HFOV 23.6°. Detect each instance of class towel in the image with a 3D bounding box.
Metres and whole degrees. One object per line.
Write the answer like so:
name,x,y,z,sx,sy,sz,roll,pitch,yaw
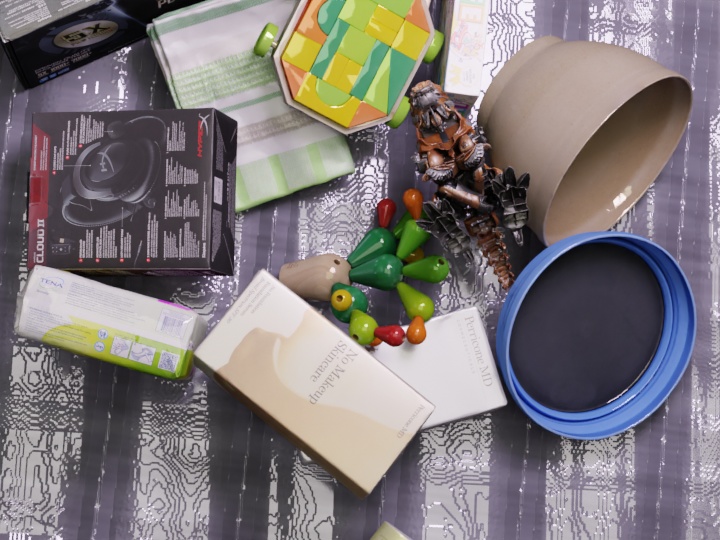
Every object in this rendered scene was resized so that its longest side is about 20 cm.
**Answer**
towel,-0.102,-0.164,1.630,0.149,0.031,0.201,-18,99,5

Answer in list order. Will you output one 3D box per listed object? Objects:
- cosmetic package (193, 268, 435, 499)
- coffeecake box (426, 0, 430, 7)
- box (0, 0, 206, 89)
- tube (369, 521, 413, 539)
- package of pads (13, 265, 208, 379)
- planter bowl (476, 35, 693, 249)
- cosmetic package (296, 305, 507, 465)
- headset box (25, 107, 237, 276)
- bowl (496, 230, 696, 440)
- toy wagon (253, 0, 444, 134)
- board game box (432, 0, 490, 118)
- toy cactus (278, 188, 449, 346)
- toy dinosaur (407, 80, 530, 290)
cosmetic package,-0.042,0.102,1.537,0.200,0.071,0.105,37,79,3
coffeecake box,-0.021,-0.312,1.675,0.199,0.073,0.154,17,82,-2
box,-0.248,-0.264,1.605,0.200,0.164,0.086,-25,83,-9
tube,-0.017,0.325,1.591,0.058,0.052,0.200,30,81,43
package of pads,-0.221,0.048,1.538,0.154,0.200,0.068,16,85,-1
planter bowl,0.195,-0.135,1.618,0.200,0.200,0.135,-44,64,-9
cosmetic package,0.027,0.108,1.614,0.199,0.074,0.102,-17,83,-6
headset box,-0.220,-0.070,1.595,0.199,0.077,0.149,-1,84,15
bowl,0.218,0.058,1.611,0.200,0.039,0.201,-6,108,-20
toy wagon,0.001,-0.231,1.600,0.155,0.040,0.200,27,93,-14
board game box,0.099,-0.247,1.644,0.034,0.134,0.201,8,81,-3
toy cactus,0.000,0.000,1.603,0.165,0.102,0.200,-4,45,23
toy dinosaur,0.103,-0.075,1.564,0.102,0.136,0.200,-44,111,11
